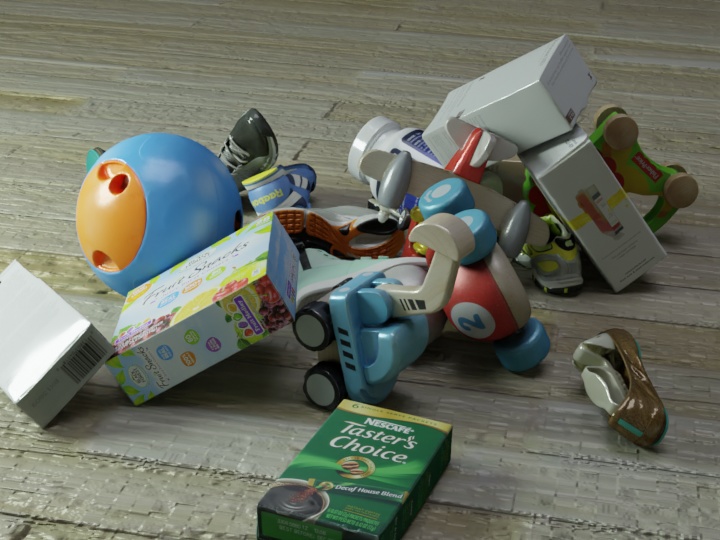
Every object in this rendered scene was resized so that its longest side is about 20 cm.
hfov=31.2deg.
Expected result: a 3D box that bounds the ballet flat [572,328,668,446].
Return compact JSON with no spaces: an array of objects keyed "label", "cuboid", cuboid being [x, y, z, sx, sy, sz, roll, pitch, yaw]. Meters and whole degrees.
[{"label":"ballet flat","cuboid":[0.260,0.111,1.344,0.071,0.068,0.201,20,26,-14]}]

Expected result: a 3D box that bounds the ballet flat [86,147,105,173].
[{"label":"ballet flat","cuboid":[-0.337,-0.109,1.811,0.067,0.069,0.201,2,33,-24]}]

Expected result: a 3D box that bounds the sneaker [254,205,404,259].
[{"label":"sneaker","cuboid":[-0.046,-0.051,1.699,0.197,0.077,0.092,5,15,-12]}]

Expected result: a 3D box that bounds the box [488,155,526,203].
[{"label":"box","cuboid":[0.268,-0.123,1.838,0.197,0.096,0.078,3,24,6]}]

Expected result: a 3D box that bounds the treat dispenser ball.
[{"label":"treat dispenser ball","cuboid":[-0.238,-0.062,1.533,0.197,0.204,0.201,1,24,-1]}]

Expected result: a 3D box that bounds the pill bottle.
[{"label":"pill bottle","cuboid":[0.085,-0.123,1.744,0.199,0.117,0.115,34,37,27]}]

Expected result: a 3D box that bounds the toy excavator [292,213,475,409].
[{"label":"toy excavator","cuboid":[0.035,0.042,1.307,0.198,0.197,0.100,-1,18,33]}]

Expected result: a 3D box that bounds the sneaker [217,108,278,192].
[{"label":"sneaker","cuboid":[-0.184,-0.140,1.787,0.115,0.200,0.075,-35,79,-23]}]

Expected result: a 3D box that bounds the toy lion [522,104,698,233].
[{"label":"toy lion","cuboid":[0.326,-0.110,1.745,0.199,0.192,0.069,38,15,-19]}]

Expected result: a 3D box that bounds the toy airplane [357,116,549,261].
[{"label":"toy airplane","cuboid":[0.115,-0.080,1.561,0.197,0.201,0.142,-15,34,12]}]

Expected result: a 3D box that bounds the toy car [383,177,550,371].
[{"label":"toy car","cuboid":[0.078,0.038,1.434,0.198,0.186,0.177,-29,27,3]}]

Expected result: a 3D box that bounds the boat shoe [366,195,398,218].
[{"label":"boat shoe","cuboid":[0.093,-0.121,1.858,0.198,0.061,0.074,-14,30,-30]}]

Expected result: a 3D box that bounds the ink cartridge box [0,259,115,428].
[{"label":"ink cartridge box","cuboid":[-0.349,0.072,1.357,0.109,0.051,0.199,-47,41,-11]}]

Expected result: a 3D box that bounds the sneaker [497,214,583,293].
[{"label":"sneaker","cuboid":[0.235,-0.042,1.674,0.074,0.078,0.200,-9,26,-20]}]

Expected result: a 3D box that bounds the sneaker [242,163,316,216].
[{"label":"sneaker","cuboid":[-0.105,-0.101,1.801,0.073,0.083,0.200,-24,0,18]}]

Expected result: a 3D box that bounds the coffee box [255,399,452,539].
[{"label":"coffee box","cuboid":[-0.002,0.191,1.181,0.121,0.045,0.200,11,26,21]}]

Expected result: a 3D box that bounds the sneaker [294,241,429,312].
[{"label":"sneaker","cuboid":[0.000,0.000,1.562,0.197,0.075,0.119,-9,32,-16]}]

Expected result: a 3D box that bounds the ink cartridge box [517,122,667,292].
[{"label":"ink cartridge box","cuboid":[0.285,-0.093,1.632,0.083,0.201,0.146,-35,25,7]}]

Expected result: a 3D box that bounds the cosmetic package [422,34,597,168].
[{"label":"cosmetic package","cuboid":[0.186,-0.201,1.613,0.199,0.081,0.113,-24,24,42]}]

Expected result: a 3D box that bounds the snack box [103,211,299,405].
[{"label":"snack box","cuboid":[-0.165,0.038,1.379,0.198,0.068,0.169,-27,22,11]}]
